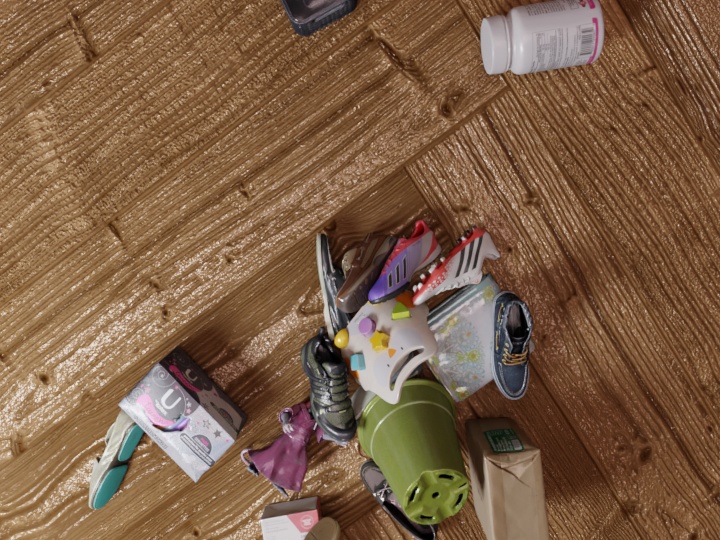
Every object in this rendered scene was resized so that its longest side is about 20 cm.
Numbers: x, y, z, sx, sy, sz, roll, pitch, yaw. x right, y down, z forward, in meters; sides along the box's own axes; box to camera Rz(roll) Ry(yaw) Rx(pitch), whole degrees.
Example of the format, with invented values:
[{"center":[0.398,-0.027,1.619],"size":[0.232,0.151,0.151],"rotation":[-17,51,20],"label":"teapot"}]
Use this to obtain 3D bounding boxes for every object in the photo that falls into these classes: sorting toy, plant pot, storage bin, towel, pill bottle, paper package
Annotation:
[{"center":[0.057,0.141,1.198],"size":[0.106,0.180,0.201],"rotation":[36,95,-39],"label":"sorting toy"},{"center":[0.109,0.333,1.189],"size":[0.194,0.191,0.205],"rotation":[-6,119,-12],"label":"plant pot"},{"center":[-0.098,-0.544,1.187],"size":[0.133,0.094,0.204],"rotation":[-26,96,2],"label":"storage bin"},{"center":[0.209,0.131,1.276],"size":[0.198,0.048,0.173],"rotation":[-34,98,3],"label":"towel"},{"center":[0.319,-0.414,1.189],"size":[0.194,0.113,0.117],"rotation":[-8,96,1],"label":"pill bottle"},{"center":[0.263,0.388,1.224],"size":[0.100,0.200,0.197],"rotation":[-8,95,0],"label":"paper package"}]

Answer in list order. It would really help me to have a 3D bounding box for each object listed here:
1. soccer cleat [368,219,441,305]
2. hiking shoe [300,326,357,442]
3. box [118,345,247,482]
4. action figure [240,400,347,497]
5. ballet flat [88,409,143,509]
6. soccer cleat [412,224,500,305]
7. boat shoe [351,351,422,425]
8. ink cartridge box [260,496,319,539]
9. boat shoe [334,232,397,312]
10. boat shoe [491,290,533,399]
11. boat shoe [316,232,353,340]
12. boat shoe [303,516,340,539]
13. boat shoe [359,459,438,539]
[{"center":[0.071,-0.013,1.208],"size":[0.199,0.067,0.074],"rotation":[-41,110,-35],"label":"soccer cleat"},{"center":[-0.056,0.209,1.220],"size":[0.074,0.101,0.204],"rotation":[-15,68,-25],"label":"hiking shoe"},{"center":[-0.323,0.261,1.243],"size":[0.115,0.132,0.200],"rotation":[-44,94,5],"label":"box"},{"center":[-0.119,0.319,1.281],"size":[0.133,0.148,0.203],"rotation":[37,75,-22],"label":"action figure"},{"center":[-0.479,0.360,1.298],"size":[0.062,0.067,0.204],"rotation":[29,91,25],"label":"ballet flat"},{"center":[0.177,0.005,1.233],"size":[0.200,0.069,0.085],"rotation":[-43,90,-18],"label":"soccer cleat"},{"center":[0.041,0.234,1.272],"size":[0.061,0.073,0.201],"rotation":[37,97,-20],"label":"boat shoe"},{"center":[-0.121,0.560,1.304],"size":[0.113,0.068,0.206],"rotation":[-10,95,0],"label":"ink cartridge box"},{"center":[0.000,0.000,1.211],"size":[0.070,0.201,0.077],"rotation":[22,132,17],"label":"boat shoe"},{"center":[0.275,0.144,1.210],"size":[0.069,0.091,0.207],"rotation":[-8,98,-1],"label":"boat shoe"},{"center":[-0.043,0.028,1.251],"size":[0.064,0.075,0.206],"rotation":[-8,96,-1],"label":"boat shoe"},{"center":[-0.084,0.560,1.245],"size":[0.064,0.071,0.204],"rotation":[31,83,-39],"label":"boat shoe"},{"center":[0.078,0.448,1.299],"size":[0.200,0.057,0.067],"rotation":[44,94,-4],"label":"boat shoe"}]
